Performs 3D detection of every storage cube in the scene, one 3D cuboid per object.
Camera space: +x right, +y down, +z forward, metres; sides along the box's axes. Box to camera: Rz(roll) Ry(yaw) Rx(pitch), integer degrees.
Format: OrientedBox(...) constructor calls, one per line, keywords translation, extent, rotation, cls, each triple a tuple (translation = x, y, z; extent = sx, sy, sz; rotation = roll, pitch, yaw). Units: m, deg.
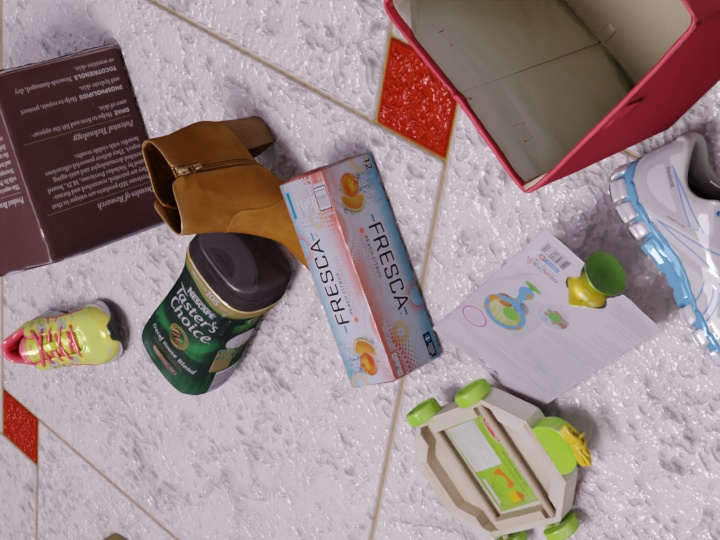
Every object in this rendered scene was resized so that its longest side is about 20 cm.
OrientedBox(translation=(0.160, -0.185, 0.857), extent=(0.171, 0.179, 0.200), rotation=(54, 136, 12), cls="storage cube")

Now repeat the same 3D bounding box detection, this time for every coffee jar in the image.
OrientedBox(translation=(-0.148, 0.034, 1.339), extent=(0.104, 0.085, 0.200), rotation=(50, 135, 16), cls="coffee jar")

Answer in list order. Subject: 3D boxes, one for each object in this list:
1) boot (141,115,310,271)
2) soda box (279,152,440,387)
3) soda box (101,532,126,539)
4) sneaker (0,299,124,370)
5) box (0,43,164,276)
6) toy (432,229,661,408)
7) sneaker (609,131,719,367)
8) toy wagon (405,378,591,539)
OrientedBox(translation=(-0.110, -0.050, 1.218), extent=(0.202, 0.144, 0.071), rotation=(57, 138, 9), cls="boot")
OrientedBox(translation=(0.000, 0.000, 1.186), extent=(0.063, 0.068, 0.201), rotation=(-13, 97, 48), cls="soda box")
OrientedBox(translation=(-0.270, 0.407, 1.650), extent=(0.199, 0.064, 0.068), rotation=(18, 120, 39), cls="soda box")
OrientedBox(translation=(-0.361, 0.089, 1.577), extent=(0.199, 0.090, 0.079), rotation=(-11, 98, 46), cls="sneaker")
OrientedBox(translation=(-0.336, -0.115, 1.403), extent=(0.165, 0.164, 0.201), rotation=(-8, 102, 46), cls="box")
OrientedBox(translation=(0.151, 0.035, 1.054), extent=(0.115, 0.047, 0.200), rotation=(40, 150, -2), cls="toy")
OrientedBox(translation=(0.259, -0.009, 0.920), extent=(0.087, 0.075, 0.200), rotation=(-40, 78, 41), cls="sneaker")
OrientedBox(translation=(0.131, 0.166, 1.139), extent=(0.200, 0.040, 0.156), rotation=(-29, 97, 48), cls="toy wagon")
